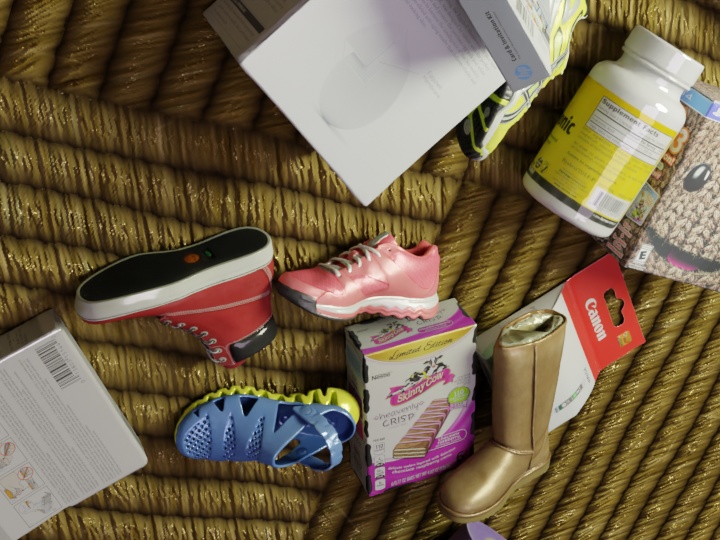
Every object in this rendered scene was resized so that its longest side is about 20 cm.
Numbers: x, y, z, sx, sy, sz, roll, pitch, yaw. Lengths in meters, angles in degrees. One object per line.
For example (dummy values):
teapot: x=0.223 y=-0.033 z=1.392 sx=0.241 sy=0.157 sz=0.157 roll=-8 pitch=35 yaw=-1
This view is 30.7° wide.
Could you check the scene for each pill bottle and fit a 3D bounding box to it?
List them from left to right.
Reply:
pill bottle: x=0.262 y=-0.144 z=1.346 sx=0.111 sy=0.111 sz=0.201 roll=22 pitch=108 yaw=-34

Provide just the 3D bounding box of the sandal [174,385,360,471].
sandal: x=-0.095 y=0.171 z=1.374 sx=0.198 sy=0.087 sz=0.080 roll=-5 pitch=125 yaw=-6

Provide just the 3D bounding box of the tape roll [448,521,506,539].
tape roll: x=0.172 y=0.403 z=1.587 sx=0.085 sy=0.200 sz=0.200 roll=-46 pitch=128 yaw=7

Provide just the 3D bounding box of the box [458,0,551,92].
box: x=0.115 y=-0.271 z=1.130 sx=0.041 sy=0.201 sz=0.156 roll=-21 pitch=123 yaw=24

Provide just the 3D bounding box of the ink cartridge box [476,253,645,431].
ink cartridge box: x=0.241 y=0.094 z=1.526 sx=0.199 sy=0.050 sz=0.161 roll=-30 pitch=128 yaw=-3

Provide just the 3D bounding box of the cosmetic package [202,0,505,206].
cosmetic package: x=0.005 y=-0.208 z=1.173 sx=0.200 sy=0.123 sz=0.199 roll=-40 pitch=128 yaw=3

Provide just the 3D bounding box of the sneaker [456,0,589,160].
sneaker: x=0.162 y=-0.194 z=1.290 sx=0.076 sy=0.075 sz=0.201 roll=15 pitch=113 yaw=-31

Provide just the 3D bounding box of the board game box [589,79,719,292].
board game box: x=0.365 y=-0.096 z=1.435 sx=0.159 sy=0.097 sz=0.201 roll=12 pitch=114 yaw=-31

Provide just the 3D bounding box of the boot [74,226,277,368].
boot: x=-0.175 y=0.051 z=1.283 sx=0.199 sy=0.072 sz=0.145 roll=-15 pitch=127 yaw=-21

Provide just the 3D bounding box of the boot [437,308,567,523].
boot: x=0.153 y=0.159 z=1.445 sx=0.175 sy=0.066 sz=0.201 roll=-30 pitch=133 yaw=-38

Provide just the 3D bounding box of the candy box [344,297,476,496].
candy box: x=0.057 y=0.142 z=1.456 sx=0.135 sy=0.061 sz=0.201 roll=-15 pitch=124 yaw=-18

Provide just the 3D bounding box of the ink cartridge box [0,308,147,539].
ink cartridge box: x=-0.330 y=0.159 z=1.288 sx=0.175 sy=0.045 sz=0.201 roll=-29 pitch=127 yaw=-8

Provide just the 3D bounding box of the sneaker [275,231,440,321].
sneaker: x=0.000 y=0.000 z=1.344 sx=0.199 sy=0.074 sz=0.087 roll=1 pitch=107 yaw=-37
